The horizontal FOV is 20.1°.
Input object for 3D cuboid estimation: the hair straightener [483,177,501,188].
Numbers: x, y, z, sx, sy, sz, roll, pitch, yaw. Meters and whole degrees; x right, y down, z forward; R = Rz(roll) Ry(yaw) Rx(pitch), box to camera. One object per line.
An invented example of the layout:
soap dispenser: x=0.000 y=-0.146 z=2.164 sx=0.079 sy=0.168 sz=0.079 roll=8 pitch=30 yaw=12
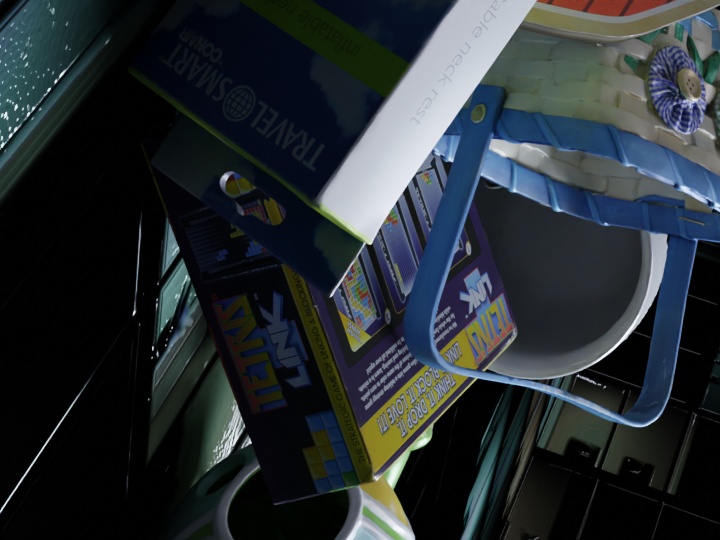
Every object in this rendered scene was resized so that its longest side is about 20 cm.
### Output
hair straightener: x=0.088 y=-0.147 z=1.159 sx=0.077 sy=0.040 sz=0.202 roll=-3 pitch=102 yaw=-76

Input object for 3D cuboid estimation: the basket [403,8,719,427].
basket: x=0.103 y=-0.039 z=0.941 sx=0.175 sy=0.138 sz=0.202 roll=17 pitch=89 yaw=-45

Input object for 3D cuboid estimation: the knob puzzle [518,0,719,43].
knob puzzle: x=0.097 y=-0.186 z=0.861 sx=0.030 sy=0.219 sz=0.221 roll=-19 pitch=-136 yaw=60

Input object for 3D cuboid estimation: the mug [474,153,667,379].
mug: x=0.135 y=-0.039 z=1.282 sx=0.201 sy=0.147 sz=0.175 roll=-59 pitch=171 yaw=12

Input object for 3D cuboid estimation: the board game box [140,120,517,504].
board game box: x=-0.007 y=-0.010 z=0.921 sx=0.200 sy=0.056 sz=0.167 roll=-35 pitch=109 yaw=-63

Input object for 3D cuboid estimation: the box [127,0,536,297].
box: x=0.000 y=-0.105 z=0.770 sx=0.201 sy=0.122 sz=0.048 roll=-55 pitch=142 yaw=0

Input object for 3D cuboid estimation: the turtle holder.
turtle holder: x=-0.024 y=0.149 z=1.082 sx=0.184 sy=0.142 sz=0.132 roll=-20 pitch=150 yaw=-17
